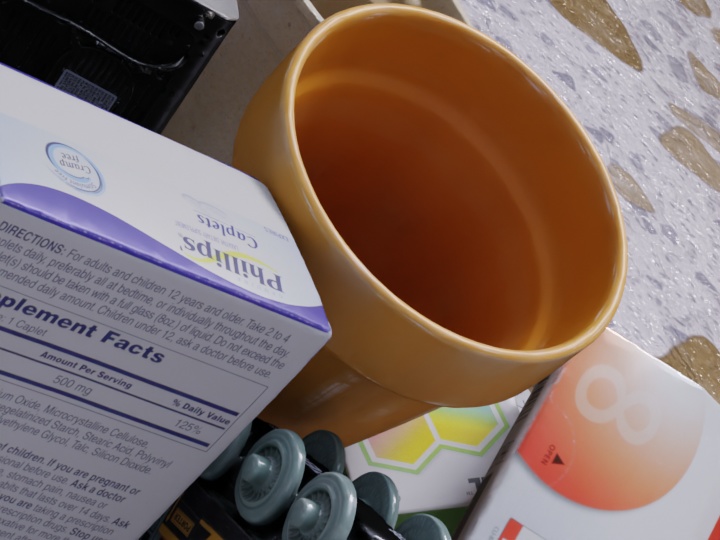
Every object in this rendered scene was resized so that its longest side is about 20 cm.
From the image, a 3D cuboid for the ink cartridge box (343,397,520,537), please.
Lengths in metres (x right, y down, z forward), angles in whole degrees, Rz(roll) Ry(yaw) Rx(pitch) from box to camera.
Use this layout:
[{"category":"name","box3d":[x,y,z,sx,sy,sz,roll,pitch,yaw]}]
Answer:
[{"category":"ink cartridge box","box3d":[0.034,0.102,1.330,0.104,0.059,0.200,-5,56,-14]}]

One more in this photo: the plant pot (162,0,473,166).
[{"category":"plant pot","box3d":[-0.053,-0.112,1.463,0.200,0.183,0.201,38,28,-25]}]

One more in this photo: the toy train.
[{"category":"toy train","box3d":[-0.037,0.133,1.131,0.085,0.114,0.200,27,4,-33]}]

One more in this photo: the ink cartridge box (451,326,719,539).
[{"category":"ink cartridge box","box3d":[0.159,0.144,1.278,0.200,0.050,0.162,31,68,-1]}]

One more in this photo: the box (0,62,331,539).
[{"category":"box","box3d":[-0.152,0.030,1.073,0.184,0.200,0.105,23,31,-39]}]

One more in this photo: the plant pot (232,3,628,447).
[{"category":"plant pot","box3d":[0.000,0.000,1.226,0.200,0.183,0.200,21,49,-26]}]

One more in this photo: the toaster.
[{"category":"toaster","box3d":[-0.183,-0.122,1.302,0.181,0.200,0.119,29,25,-16]}]

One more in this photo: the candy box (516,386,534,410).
[{"category":"candy box","box3d":[0.093,0.122,1.471,0.200,0.072,0.168,8,43,-53]}]
